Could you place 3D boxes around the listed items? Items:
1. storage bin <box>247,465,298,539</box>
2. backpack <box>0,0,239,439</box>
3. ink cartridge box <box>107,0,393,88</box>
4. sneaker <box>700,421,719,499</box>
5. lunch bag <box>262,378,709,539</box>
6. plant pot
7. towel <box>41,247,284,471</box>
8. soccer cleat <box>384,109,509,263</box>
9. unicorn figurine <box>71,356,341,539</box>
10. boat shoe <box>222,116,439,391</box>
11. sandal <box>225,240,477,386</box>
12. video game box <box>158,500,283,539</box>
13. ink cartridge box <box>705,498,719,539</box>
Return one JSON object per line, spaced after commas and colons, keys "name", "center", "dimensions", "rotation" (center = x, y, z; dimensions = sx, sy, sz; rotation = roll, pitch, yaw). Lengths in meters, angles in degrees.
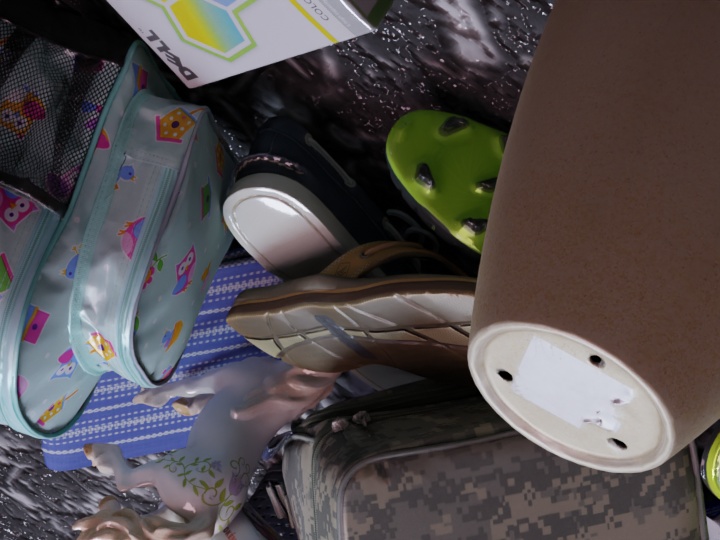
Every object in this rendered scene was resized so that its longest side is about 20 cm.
{"name": "storage bin", "center": [0.017, 0.194, 1.649], "dimensions": [0.200, 0.094, 0.135], "rotation": [-6, 133, 48]}
{"name": "backpack", "center": [-0.153, -0.013, 1.363], "dimensions": [0.153, 0.200, 0.176], "rotation": [27, 169, 12]}
{"name": "ink cartridge box", "center": [-0.074, -0.148, 1.269], "dimensions": [0.200, 0.059, 0.104], "rotation": [-10, 130, 50]}
{"name": "sneaker", "center": [0.259, 0.133, 1.297], "dimensions": [0.200, 0.074, 0.081], "rotation": [20, -161, -19]}
{"name": "lunch bag", "center": [0.061, 0.118, 1.366], "dimensions": [0.168, 0.200, 0.140], "rotation": [-133, 34, -74]}
{"name": "plant pot", "center": [0.128, -0.021, 1.126], "dimensions": [0.187, 0.200, 0.187], "rotation": [24, 149, 16]}
{"name": "towel", "center": [-0.115, 0.050, 1.549], "dimensions": [0.144, 0.024, 0.200], "rotation": [-11, 149, -12]}
{"name": "soccer cleat", "center": [0.092, -0.006, 1.318], "dimensions": [0.200, 0.068, 0.081], "rotation": [33, 156, -4]}
{"name": "unicorn figurine", "center": [-0.075, 0.080, 1.479], "dimensions": [0.137, 0.200, 0.074], "rotation": [-3, 151, 40]}
{"name": "boat shoe", "center": [0.000, 0.000, 1.410], "dimensions": [0.075, 0.062, 0.200], "rotation": [-16, 132, 38]}
{"name": "sandal", "center": [0.015, 0.015, 1.334], "dimensions": [0.200, 0.054, 0.080], "rotation": [-1, 146, 45]}
{"name": "video game box", "center": [-0.016, 0.213, 1.489], "dimensions": [0.200, 0.047, 0.182], "rotation": [49, 180, -25]}
{"name": "ink cartridge box", "center": [0.221, 0.178, 1.490], "dimensions": [0.200, 0.039, 0.099], "rotation": [41, 149, -17]}
